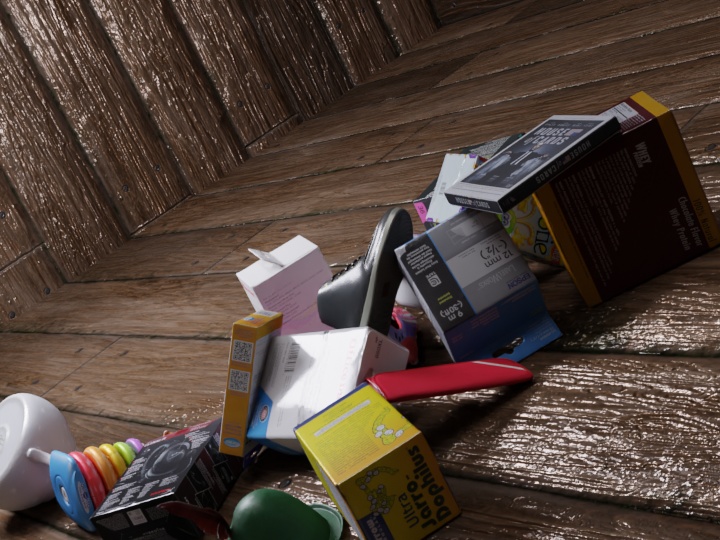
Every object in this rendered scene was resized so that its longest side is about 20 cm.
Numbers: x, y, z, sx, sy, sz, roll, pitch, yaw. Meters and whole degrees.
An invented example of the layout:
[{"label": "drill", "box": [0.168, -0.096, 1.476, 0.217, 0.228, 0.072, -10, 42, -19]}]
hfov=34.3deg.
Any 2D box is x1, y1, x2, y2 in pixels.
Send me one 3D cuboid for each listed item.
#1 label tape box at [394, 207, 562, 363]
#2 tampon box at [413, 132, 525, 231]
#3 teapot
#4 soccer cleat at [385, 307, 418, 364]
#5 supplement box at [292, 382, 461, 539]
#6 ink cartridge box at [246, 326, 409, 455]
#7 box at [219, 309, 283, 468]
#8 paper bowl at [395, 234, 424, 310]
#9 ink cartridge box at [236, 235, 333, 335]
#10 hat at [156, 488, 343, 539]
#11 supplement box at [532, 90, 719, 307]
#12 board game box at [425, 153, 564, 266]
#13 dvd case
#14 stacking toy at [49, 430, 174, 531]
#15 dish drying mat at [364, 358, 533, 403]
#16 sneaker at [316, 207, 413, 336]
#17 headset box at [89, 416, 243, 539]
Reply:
[{"label": "label tape box", "box": [0.153, 0.028, 1.516, 0.142, 0.202, 0.066, -29, -24, -4]}, {"label": "tampon box", "box": [0.204, -0.104, 1.886, 0.125, 0.152, 0.200, -12, 23, 40]}, {"label": "teapot", "box": [-0.524, 0.304, 1.880, 0.197, 0.145, 0.201, -44, 37, 20]}, {"label": "soccer cleat", "box": [0.047, 0.083, 1.719, 0.066, 0.077, 0.200, -26, 17, 6]}, {"label": "supplement box", "box": [0.014, 0.222, 1.311, 0.109, 0.110, 0.200, -31, 17, -9]}, {"label": "ink cartridge box", "box": [-0.043, 0.161, 1.518, 0.198, 0.084, 0.147, -9, 61, 47]}, {"label": "box", "box": [-0.151, 0.163, 1.596, 0.041, 0.204, 0.119, 11, 9, 12]}, {"label": "paper bowl", "box": [0.123, 0.007, 1.680, 0.197, 0.106, 0.201, 9, 0, 0]}, {"label": "ink cartridge box", "box": [-0.099, 0.047, 1.837, 0.124, 0.202, 0.128, -30, 17, -11]}, {"label": "hat", "box": [-0.126, 0.256, 1.310, 0.164, 0.178, 0.200, -30, 17, -9]}, {"label": "supplement box", "box": [0.344, -0.097, 1.562, 0.198, 0.199, 0.133, -26, 18, 7]}, {"label": "board game box", "box": [0.214, -0.088, 1.708, 0.103, 0.197, 0.107, 15, 86, 66]}, {"label": "dvd case", "box": [0.220, -0.140, 1.505, 0.199, 0.025, 0.150, -36, 19, -15]}, {"label": "stacking toy", "box": [-0.349, 0.293, 1.732, 0.198, 0.118, 0.109, -22, 12, -32]}, {"label": "dish drying mat", "box": [0.108, 0.133, 1.429, 0.197, 0.019, 0.077, -5, 16, -20]}, {"label": "sneaker", "box": [0.000, 0.000, 1.603, 0.105, 0.203, 0.074, 24, 14, 35]}, {"label": "headset box", "box": [-0.254, 0.290, 1.593, 0.147, 0.078, 0.200, -20, 18, 24]}]
